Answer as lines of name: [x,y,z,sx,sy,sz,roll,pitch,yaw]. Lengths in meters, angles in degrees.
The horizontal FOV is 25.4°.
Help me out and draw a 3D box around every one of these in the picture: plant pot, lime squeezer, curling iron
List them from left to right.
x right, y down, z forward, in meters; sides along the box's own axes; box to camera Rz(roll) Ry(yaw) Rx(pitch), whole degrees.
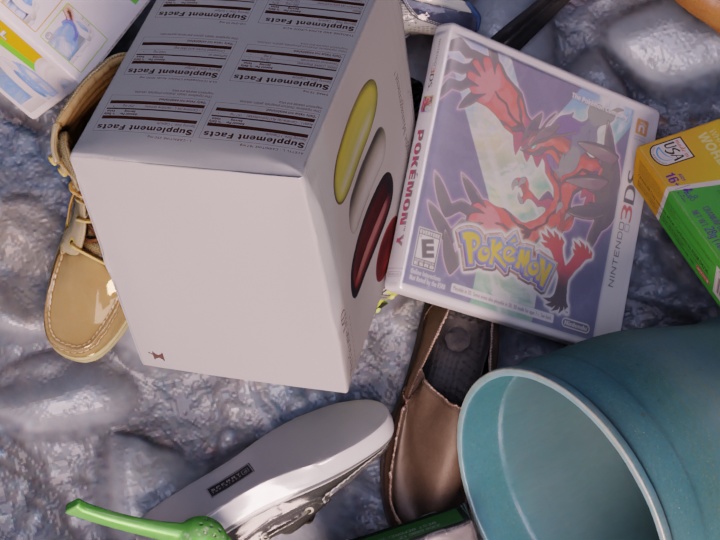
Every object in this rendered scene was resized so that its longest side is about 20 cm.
lime squeezer: [-0.106,0.207,1.074,0.070,0.038,0.200,-37,120,6]
curling iron: [0.087,-0.153,1.148,0.200,0.050,0.026,-36,61,-11]
plant pot: [0.198,0.123,1.057,0.187,0.200,0.201,-23,87,-29]

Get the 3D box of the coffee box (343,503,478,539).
coffee box: [0.046,0.273,1.099,0.122,0.044,0.201,-16,103,-4]

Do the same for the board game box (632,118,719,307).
board game box: [0.311,-0.053,1.097,0.199,0.040,0.153,-19,51,-12]

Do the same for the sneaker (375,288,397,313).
sneaker: [0.000,0.000,1.133,0.199,0.075,0.077,-19,115,-4]

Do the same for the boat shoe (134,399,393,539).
boat shoe: [-0.062,0.158,1.122,0.199,0.069,0.057,-28,118,-4]

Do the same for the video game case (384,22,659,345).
video game case: [0.117,-0.052,1.097,0.199,0.023,0.183,17,80,-32]

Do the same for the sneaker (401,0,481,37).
sneaker: [-0.014,-0.173,1.138,0.199,0.077,0.086,8,93,8]

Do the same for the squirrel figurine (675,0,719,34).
squirrel figurine: [0.258,-0.241,1.086,0.199,0.187,0.143,7,87,-1]

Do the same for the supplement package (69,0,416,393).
supplement package: [-0.060,-0.066,1.010,0.146,0.192,0.201,7,49,16]

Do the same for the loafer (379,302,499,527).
loafer: [0.056,0.100,1.118,0.073,0.071,0.201,7,87,-1]

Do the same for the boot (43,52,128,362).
boot: [-0.175,-0.039,1.075,0.072,0.155,0.201,23,85,6]

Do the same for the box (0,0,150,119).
box: [-0.250,-0.213,1.068,0.200,0.112,0.102,41,66,-17]
